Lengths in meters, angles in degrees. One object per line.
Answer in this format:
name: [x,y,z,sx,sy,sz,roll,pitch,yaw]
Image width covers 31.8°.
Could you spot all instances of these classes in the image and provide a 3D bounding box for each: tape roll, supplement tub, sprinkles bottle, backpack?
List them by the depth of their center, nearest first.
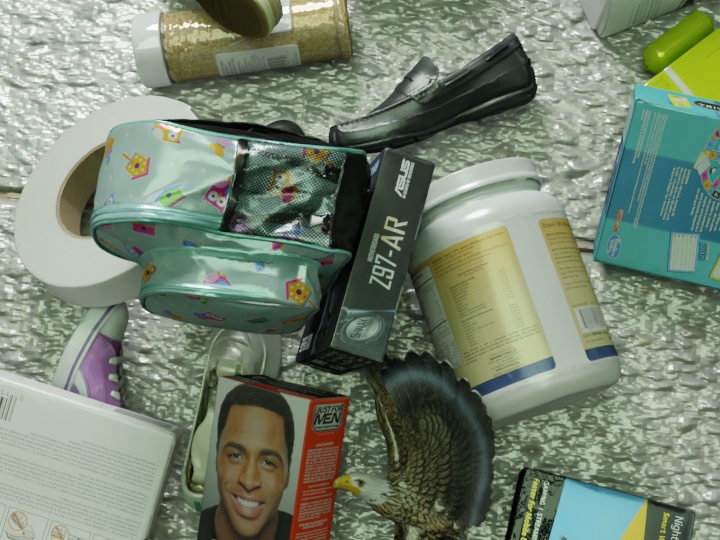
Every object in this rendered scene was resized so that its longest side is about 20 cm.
backpack: [-0.107,-0.035,0.962,0.198,0.176,0.155,17,79,-6]
supplement tub: [0.122,0.021,1.064,0.143,0.144,0.202,-18,78,0]
tape roll: [-0.213,-0.064,1.113,0.201,0.037,0.204,-14,54,20]
sprinkles bottle: [-0.108,-0.215,1.166,0.198,0.068,0.069,-8,78,2]

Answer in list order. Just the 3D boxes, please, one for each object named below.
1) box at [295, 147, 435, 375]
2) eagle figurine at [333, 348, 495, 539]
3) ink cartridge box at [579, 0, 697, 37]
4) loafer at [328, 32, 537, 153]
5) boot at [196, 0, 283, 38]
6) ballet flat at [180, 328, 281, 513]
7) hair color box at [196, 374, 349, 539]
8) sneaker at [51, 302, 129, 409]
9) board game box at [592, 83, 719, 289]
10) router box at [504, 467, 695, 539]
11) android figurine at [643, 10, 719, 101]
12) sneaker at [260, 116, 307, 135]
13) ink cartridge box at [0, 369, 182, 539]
box: [0.000,0.000,1.047,0.043,0.200,0.162,17,80,-8]
eagle figurine: [0.043,0.164,1.030,0.150,0.151,0.202,11,84,27]
ink cartridge box: [0.284,-0.324,1.154,0.198,0.083,0.146,-21,78,-1]
loafer: [0.061,-0.156,1.139,0.199,0.068,0.071,-20,96,-7]
boot: [-0.092,-0.297,1.144,0.154,0.072,0.200,-32,50,-21]
ballet flat: [-0.114,0.111,1.101,0.069,0.069,0.202,12,79,6]
hair color box: [-0.077,0.194,1.043,0.101,0.061,0.202,9,92,34]
sneaker: [-0.217,0.128,1.107,0.113,0.073,0.202,20,91,4]
board game box: [0.313,-0.061,1.078,0.198,0.047,0.152,13,117,6]
router box: [0.183,0.280,1.053,0.148,0.051,0.202,13,79,5]
android figurine: [0.330,-0.146,1.137,0.200,0.041,0.182,-39,79,-5]
sneaker: [-0.096,-0.044,1.112,0.075,0.088,0.201,29,83,-15]
ink cartridge box: [-0.268,0.188,1.052,0.198,0.045,0.178,18,90,2]
